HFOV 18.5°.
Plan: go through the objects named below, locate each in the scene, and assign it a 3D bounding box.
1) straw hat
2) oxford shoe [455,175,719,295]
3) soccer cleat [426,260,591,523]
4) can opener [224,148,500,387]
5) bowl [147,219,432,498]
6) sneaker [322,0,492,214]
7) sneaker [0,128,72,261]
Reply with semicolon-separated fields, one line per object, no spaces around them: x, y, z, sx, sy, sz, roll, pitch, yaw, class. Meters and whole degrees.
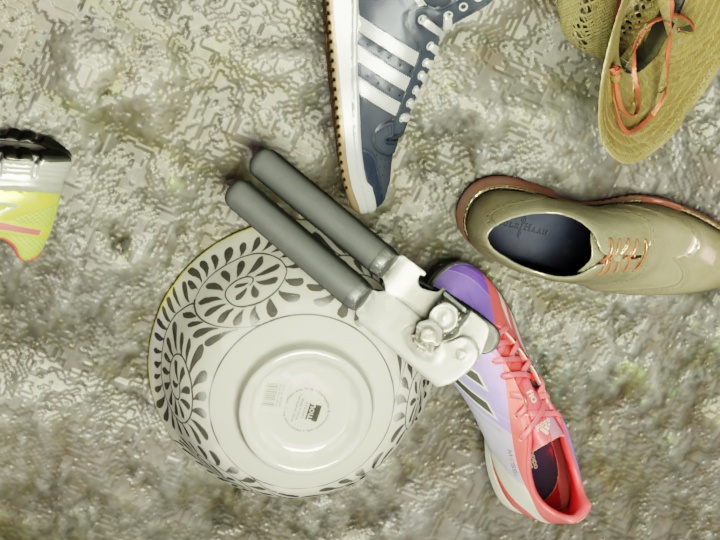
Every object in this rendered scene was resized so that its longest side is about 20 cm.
0.171;-0.177;1.402;0.085;0.201;0.202;26;109;29;straw hat
0.164;-0.011;1.469;0.198;0.074;0.071;7;109;-10;oxford shoe
0.103;0.083;1.488;0.068;0.073;0.201;-32;114;-22;soccer cleat
0.000;0.000;1.424;0.200;0.066;0.053;39;95;4;can opener
-0.040;0.076;1.465;0.199;0.094;0.202;-3;109;-7;bowl
0.033;-0.137;1.411;0.108;0.070;0.202;-5;107;-3;sneaker
-0.286;-0.043;1.400;0.198;0.078;0.091;5;111;-9;sneaker
